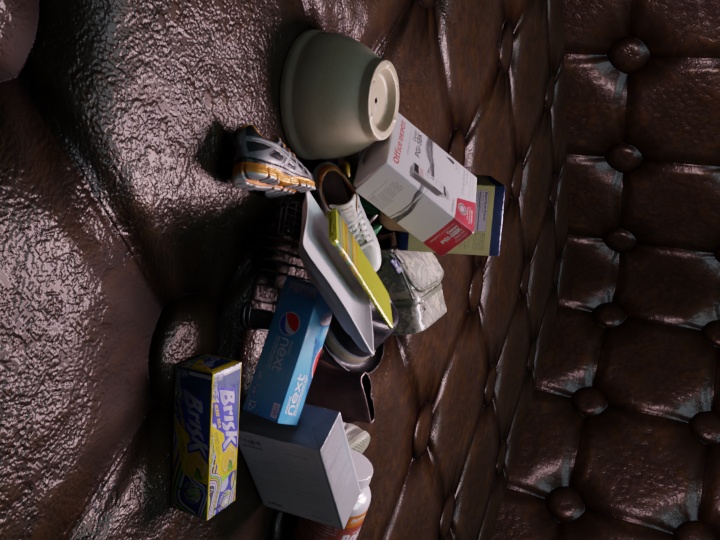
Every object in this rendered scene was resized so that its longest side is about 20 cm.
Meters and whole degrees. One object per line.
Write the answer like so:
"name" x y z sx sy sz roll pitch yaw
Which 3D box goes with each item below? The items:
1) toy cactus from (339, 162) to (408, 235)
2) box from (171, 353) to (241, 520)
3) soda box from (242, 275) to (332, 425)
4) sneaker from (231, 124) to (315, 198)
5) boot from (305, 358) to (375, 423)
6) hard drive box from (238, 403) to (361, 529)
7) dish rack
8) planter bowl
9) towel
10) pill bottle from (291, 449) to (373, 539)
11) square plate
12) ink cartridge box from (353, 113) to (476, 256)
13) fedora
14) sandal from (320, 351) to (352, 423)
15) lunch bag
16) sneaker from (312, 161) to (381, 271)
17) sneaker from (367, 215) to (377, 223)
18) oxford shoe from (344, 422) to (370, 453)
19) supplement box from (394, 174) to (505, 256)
"toy cactus" 0.019 -0.100 1.301 0.102 0.163 0.203 85 24 -77
"box" -0.207 0.221 1.008 0.070 0.063 0.204 -17 113 -64
"soda box" -0.100 0.117 1.095 0.068 0.063 0.203 34 73 -65
"sneaker" -0.120 -0.151 1.068 0.200 0.077 0.079 12 67 -73
"boot" -0.056 0.234 1.224 0.072 0.164 0.203 -48 140 -50
"hard drive box" -0.096 0.299 1.173 0.077 0.153 0.202 -57 148 -43
"dish rack" -0.110 -0.003 1.165 0.153 0.054 0.204 18 80 -67
"planter bowl" -0.019 -0.270 1.175 0.200 0.133 0.204 9 90 -67
"towel" 0.000 0.000 1.184 0.201 0.018 0.087 57 18 -34
"pill bottle" -0.046 0.420 1.318 0.112 0.111 0.203 -27 139 -61
"square plate" -0.040 0.003 1.103 0.201 0.028 0.199 58 13 -25
"ink cartridge box" 0.096 -0.145 1.247 0.199 0.083 0.148 35 42 -23
"fedora" 0.002 0.080 1.295 0.200 0.091 0.203 39 33 -31
"sandal" -0.033 0.201 1.388 0.043 0.075 0.202 -54 154 -42
"lunch bag" 0.084 0.029 1.520 0.199 0.137 0.171 -23 104 -62
"sneaker" -0.023 -0.077 1.214 0.202 0.072 0.085 63 -4 -13
"sneaker" 0.039 -0.153 1.420 0.116 0.074 0.203 58 45 -60
"oxford shoe" -0.063 0.344 1.390 0.199 0.057 0.076 -24 139 -45
"supplement box" 0.172 -0.119 1.499 0.200 0.196 0.137 -85 178 -77
